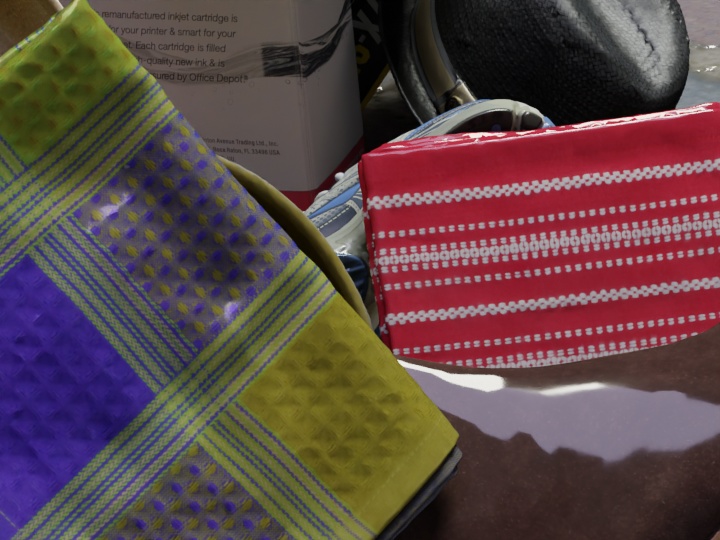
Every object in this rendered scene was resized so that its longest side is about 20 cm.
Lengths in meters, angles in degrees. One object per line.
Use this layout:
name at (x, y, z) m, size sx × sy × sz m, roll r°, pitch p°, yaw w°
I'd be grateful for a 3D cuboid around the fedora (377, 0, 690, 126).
fedora at (0.108, -0.120, 0.965) m, size 0.199 × 0.092 × 0.202 m, roll 17°, pitch 49°, yaw -20°

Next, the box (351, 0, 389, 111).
box at (-0.017, -0.169, 1.102) m, size 0.049 × 0.201 × 0.160 m, roll 30°, pitch 7°, yaw -30°

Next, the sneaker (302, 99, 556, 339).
sneaker at (0.000, 0.000, 0.763) m, size 0.199 × 0.077 × 0.085 m, roll -35°, pitch 16°, yaw 9°

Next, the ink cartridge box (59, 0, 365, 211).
ink cartridge box at (-0.081, -0.112, 0.971) m, size 0.144 × 0.201 × 0.084 m, roll 5°, pitch 28°, yaw 20°

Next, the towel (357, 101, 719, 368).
towel at (0.081, 0.041, 0.674) m, size 0.144 × 0.201 × 0.022 m, roll -7°, pitch -12°, yaw -2°

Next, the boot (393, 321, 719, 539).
boot at (0.079, 0.047, 0.624) m, size 0.165 × 0.201 × 0.072 m, roll 16°, pitch -12°, yaw 3°

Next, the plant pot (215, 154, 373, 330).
plant pot at (-0.108, 0.062, 0.670) m, size 0.199 × 0.201 × 0.142 m, roll -26°, pitch 11°, yaw -35°

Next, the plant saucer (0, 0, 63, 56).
plant saucer at (-0.210, -0.055, 0.817) m, size 0.199 × 0.202 × 0.035 m, roll -4°, pitch -11°, yaw 4°

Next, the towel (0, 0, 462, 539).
towel at (-0.072, 0.032, 0.569) m, size 0.144 × 0.200 × 0.023 m, roll -41°, pitch 6°, yaw -19°
